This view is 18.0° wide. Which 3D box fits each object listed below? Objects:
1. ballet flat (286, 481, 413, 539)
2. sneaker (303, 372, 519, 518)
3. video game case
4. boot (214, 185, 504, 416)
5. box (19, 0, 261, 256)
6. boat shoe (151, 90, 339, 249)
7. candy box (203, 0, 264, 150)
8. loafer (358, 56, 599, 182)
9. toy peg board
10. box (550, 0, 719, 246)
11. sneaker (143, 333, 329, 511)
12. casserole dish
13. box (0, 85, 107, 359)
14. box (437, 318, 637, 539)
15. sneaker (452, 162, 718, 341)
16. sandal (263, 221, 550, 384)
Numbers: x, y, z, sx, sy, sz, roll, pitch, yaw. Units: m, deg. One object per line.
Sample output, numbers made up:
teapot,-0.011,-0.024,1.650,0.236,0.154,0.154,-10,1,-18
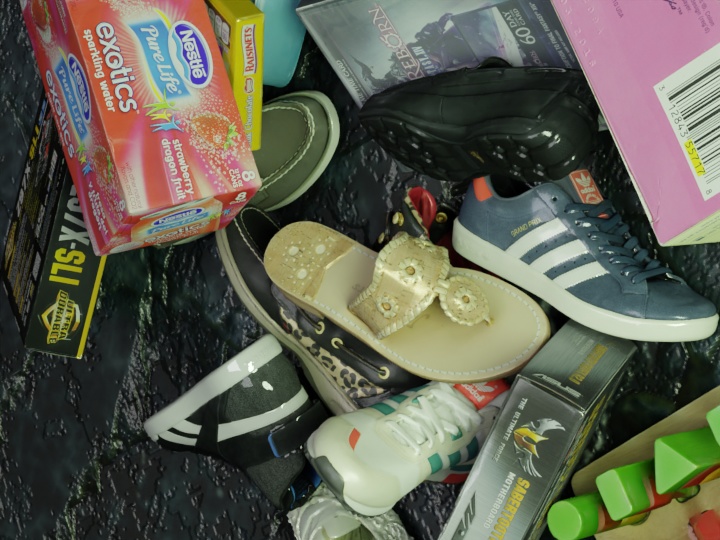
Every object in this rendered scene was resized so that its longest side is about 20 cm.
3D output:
ballet flat,0.007,0.202,1.552,0.200,0.071,0.072,42,117,30
sneaker,0.042,0.094,1.433,0.093,0.199,0.070,-48,70,24
video game case,0.071,-0.136,1.451,0.199,0.019,0.143,-11,126,38
boot,0.000,0.000,1.537,0.151,0.073,0.201,-49,66,30
box,-0.150,-0.124,1.530,0.095,0.099,0.202,-40,65,62
boat shoe,-0.099,-0.069,1.619,0.201,0.060,0.073,-27,77,37
candy box,-0.118,-0.172,1.592,0.200,0.026,0.103,47,144,49
loafer,0.076,-0.097,1.424,0.200,0.068,0.071,7,57,52
toy peg board,0.220,0.175,1.357,0.200,0.097,0.200,-36,71,35
box,0.218,-0.117,1.271,0.096,0.199,0.177,-33,73,35
sneaker,-0.082,0.124,1.592,0.112,0.073,0.200,56,154,2
casserole dish,-0.073,-0.213,1.551,0.122,0.039,0.201,61,150,32
box,-0.215,-0.058,1.673,0.160,0.049,0.202,-125,48,-66
box,0.095,0.139,1.409,0.048,0.158,0.201,29,109,10
sneaker,0.142,-0.022,1.419,0.199,0.075,0.085,26,112,34
sandal,0.015,0.008,1.428,0.211,0.070,0.078,20,72,34
